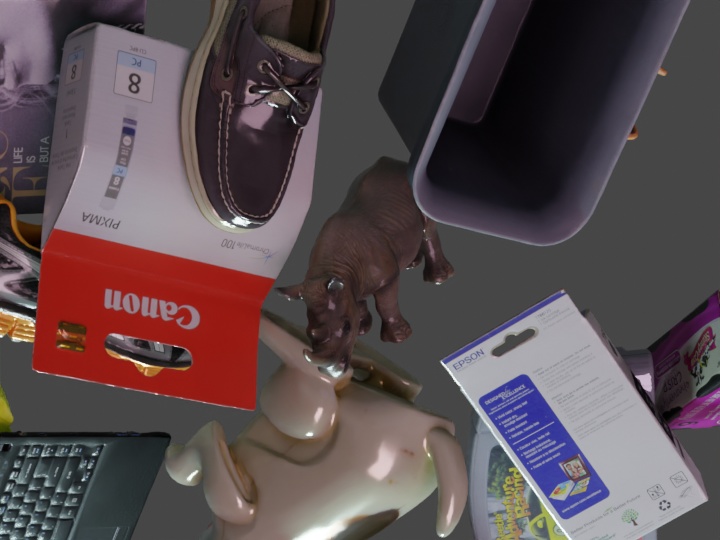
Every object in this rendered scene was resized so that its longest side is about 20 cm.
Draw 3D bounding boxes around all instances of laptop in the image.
[{"bbox_3d":[-0.212,0.200,1.386,0.199,0.103,0.178,3,123,-37],"label":"laptop"}]

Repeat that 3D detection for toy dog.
[{"bbox_3d":[-0.032,0.151,1.403,0.200,0.194,0.139,-60,158,8],"label":"toy dog"}]

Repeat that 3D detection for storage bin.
[{"bbox_3d":[0.100,-0.137,1.337,0.145,0.134,0.201,13,112,-26],"label":"storage bin"}]

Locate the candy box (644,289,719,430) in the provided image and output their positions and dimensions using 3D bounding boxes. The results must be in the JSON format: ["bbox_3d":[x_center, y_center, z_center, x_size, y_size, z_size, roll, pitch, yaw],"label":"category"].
[{"bbox_3d":[0.311,0.058,1.525,0.199,0.061,0.136,-4,160,-19],"label":"candy box"}]

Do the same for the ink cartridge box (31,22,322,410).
[{"bbox_3d":[-0.106,-0.029,1.296,0.160,0.047,0.201,13,75,-36],"label":"ink cartridge box"}]

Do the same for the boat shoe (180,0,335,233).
[{"bbox_3d":[-0.053,-0.122,1.278,0.072,0.065,0.201,17,78,-37],"label":"boat shoe"}]

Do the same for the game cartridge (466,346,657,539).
[{"bbox_3d":[0.141,0.150,1.547,0.133,0.041,0.201,-4,118,4],"label":"game cartridge"}]

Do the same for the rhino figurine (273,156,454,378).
[{"bbox_3d":[0.000,0.000,1.357,0.060,0.200,0.088,-5,117,26],"label":"rhino figurine"}]

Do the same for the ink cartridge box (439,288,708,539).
[{"bbox_3d":[0.143,0.099,1.480,0.099,0.039,0.200,-29,116,12],"label":"ink cartridge box"}]

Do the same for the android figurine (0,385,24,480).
[{"bbox_3d":[-0.299,0.095,1.366,0.182,0.041,0.200,-47,121,8],"label":"android figurine"}]

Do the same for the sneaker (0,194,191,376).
[{"bbox_3d":[-0.162,0.012,1.349,0.199,0.078,0.077,16,102,-34],"label":"sneaker"}]

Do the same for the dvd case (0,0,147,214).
[{"bbox_3d":[-0.228,-0.100,1.302,0.199,0.016,0.149,-3,118,-19],"label":"dvd case"}]
